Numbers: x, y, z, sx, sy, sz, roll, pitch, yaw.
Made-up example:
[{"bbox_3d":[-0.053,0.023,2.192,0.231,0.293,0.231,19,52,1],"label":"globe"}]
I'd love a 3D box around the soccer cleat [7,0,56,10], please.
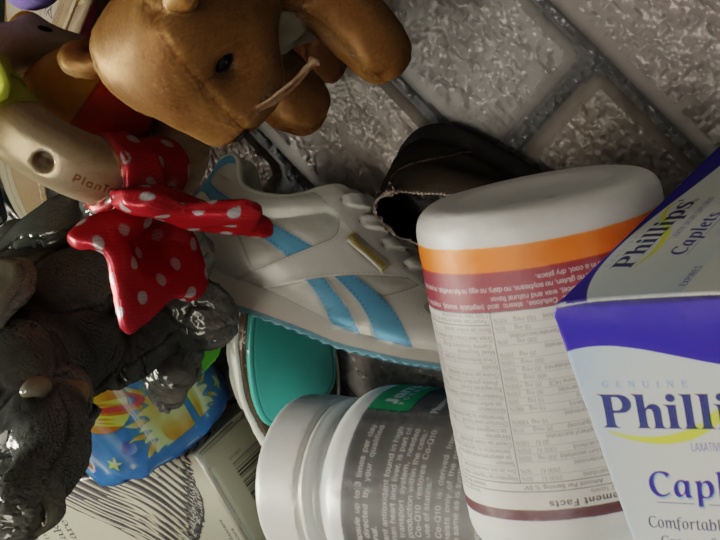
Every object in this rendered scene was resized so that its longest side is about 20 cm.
[{"bbox_3d":[-0.165,-0.185,0.838,0.067,0.076,0.200,49,150,14],"label":"soccer cleat"}]

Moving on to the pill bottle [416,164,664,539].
[{"bbox_3d":[0.094,0.061,0.803,0.109,0.110,0.200,-3,103,40],"label":"pill bottle"}]

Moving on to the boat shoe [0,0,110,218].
[{"bbox_3d":[-0.158,-0.096,1.023,0.069,0.074,0.200,29,132,29],"label":"boat shoe"}]

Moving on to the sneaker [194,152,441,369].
[{"bbox_3d":[0.000,0.000,0.955,0.200,0.077,0.081,19,92,10],"label":"sneaker"}]

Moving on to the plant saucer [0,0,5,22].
[{"bbox_3d":[-0.258,-0.070,1.029,0.039,0.201,0.201,47,137,4],"label":"plant saucer"}]

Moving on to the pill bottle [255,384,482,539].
[{"bbox_3d":[0.051,0.119,0.961,0.200,0.113,0.113,2,119,33],"label":"pill bottle"}]

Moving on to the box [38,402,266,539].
[{"bbox_3d":[-0.128,0.144,1.166,0.200,0.068,0.082,-18,107,44],"label":"box"}]

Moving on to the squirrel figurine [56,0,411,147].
[{"bbox_3d":[-0.064,-0.151,0.825,0.141,0.187,0.200,-18,105,45],"label":"squirrel figurine"}]

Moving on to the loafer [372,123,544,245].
[{"bbox_3d":[0.090,-0.003,0.885,0.200,0.071,0.073,24,131,26],"label":"loafer"}]

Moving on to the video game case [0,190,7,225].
[{"bbox_3d":[-0.271,-0.016,1.057,0.019,0.143,0.200,50,167,5],"label":"video game case"}]

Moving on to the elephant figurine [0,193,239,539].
[{"bbox_3d":[-0.167,0.045,0.889,0.142,0.200,0.155,46,141,0],"label":"elephant figurine"}]

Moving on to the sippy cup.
[{"bbox_3d":[-0.149,0.052,1.077,0.130,0.140,0.178,56,180,-12],"label":"sippy cup"}]

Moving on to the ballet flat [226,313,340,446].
[{"bbox_3d":[-0.043,0.080,1.063,0.069,0.069,0.200,1,119,39],"label":"ballet flat"}]

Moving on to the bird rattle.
[{"bbox_3d":[-0.128,-0.069,0.853,0.200,0.163,0.113,20,118,0],"label":"bird rattle"}]

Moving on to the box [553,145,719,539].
[{"bbox_3d":[0.195,0.054,0.756,0.105,0.184,0.200,-4,116,42],"label":"box"}]
